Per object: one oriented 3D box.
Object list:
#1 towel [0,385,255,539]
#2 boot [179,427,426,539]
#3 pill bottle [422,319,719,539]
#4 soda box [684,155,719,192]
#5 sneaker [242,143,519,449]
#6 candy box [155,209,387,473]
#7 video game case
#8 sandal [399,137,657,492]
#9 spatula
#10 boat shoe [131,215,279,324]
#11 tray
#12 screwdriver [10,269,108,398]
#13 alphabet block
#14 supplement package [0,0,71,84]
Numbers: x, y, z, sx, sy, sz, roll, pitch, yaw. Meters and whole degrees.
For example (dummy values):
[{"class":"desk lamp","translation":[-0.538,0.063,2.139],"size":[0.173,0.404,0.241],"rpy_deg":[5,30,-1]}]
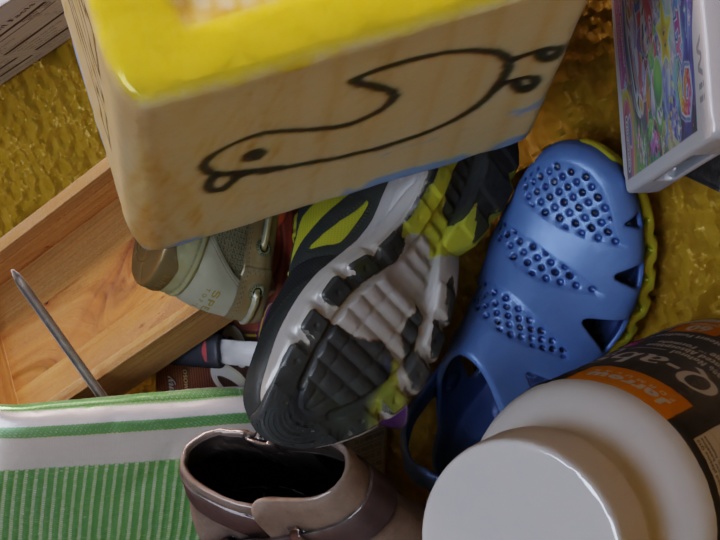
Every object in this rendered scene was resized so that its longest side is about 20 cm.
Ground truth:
[{"class":"towel","translation":[-0.112,0.156,1.173],"size":[0.151,0.023,0.202],"rpy_deg":[-4,109,-4]},{"class":"boot","translation":[0.015,0.125,1.087],"size":[0.198,0.146,0.071],"rpy_deg":[-1,56,25]},{"class":"pill bottle","translation":[0.116,0.094,1.017],"size":[0.116,0.199,0.118],"rpy_deg":[7,104,32]},{"class":"soda box","translation":[0.180,-0.114,0.961],"size":[0.070,0.063,0.201],"rpy_deg":[28,142,25]},{"class":"sneaker","translation":[0.000,0.000,1.080],"size":[0.084,0.201,0.075],"rpy_deg":[-2,135,47]},{"class":"candy box","translation":[-0.044,0.034,1.203],"size":[0.116,0.056,0.202],"rpy_deg":[13,106,34]},{"class":"video game case","translation":[0.126,-0.113,0.974],"size":[0.018,0.200,0.145],"rpy_deg":[-3,86,-3]},{"class":"sandal","translation":[0.074,0.034,1.105],"size":[0.079,0.087,0.201],"rpy_deg":[29,113,29]},{"class":"spatula","translation":[-0.052,0.039,1.162],"size":[0.199,0.020,0.057],"rpy_deg":[4,101,37]},{"class":"boat shoe","translation":[-0.046,-0.077,1.105],"size":[0.073,0.063,0.202],"rpy_deg":[-24,46,63]},{"class":"tray","translation":[-0.130,0.009,1.195],"size":[0.199,0.037,0.099],"rpy_deg":[-33,65,36]},{"class":"screwdriver","translation":[-0.114,0.076,1.173],"size":[0.028,0.029,0.201],"rpy_deg":[-18,112,31]},{"class":"alphabet block","translation":[-0.031,-0.146,0.967],"size":[0.194,0.200,0.198],"rpy_deg":[-18,77,-7]},{"class":"supplement package","translation":[-0.233,-0.202,1.251],"size":[0.155,0.111,0.201],"rpy_deg":[-28,84,35]}]
